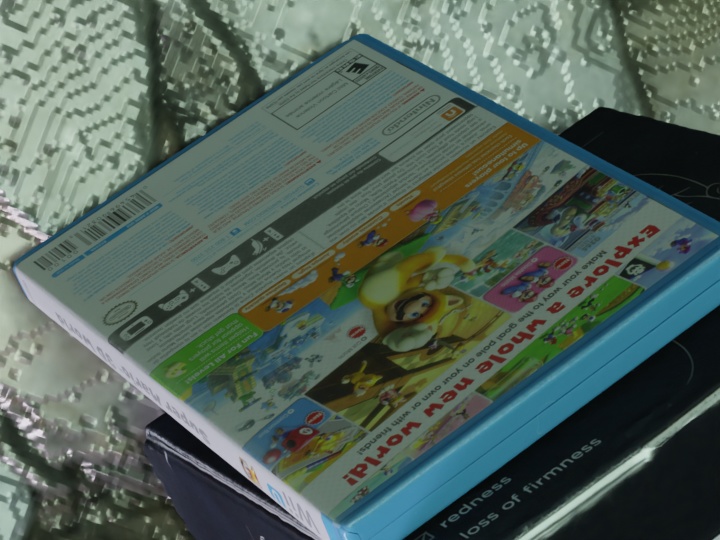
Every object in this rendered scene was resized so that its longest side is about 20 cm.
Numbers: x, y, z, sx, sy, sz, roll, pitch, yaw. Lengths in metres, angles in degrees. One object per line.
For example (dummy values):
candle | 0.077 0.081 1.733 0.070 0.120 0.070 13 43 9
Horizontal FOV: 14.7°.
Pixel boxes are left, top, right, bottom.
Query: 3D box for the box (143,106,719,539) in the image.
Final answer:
box | 0.073 0.061 0.848 0.200 0.196 0.124 -35 116 -17

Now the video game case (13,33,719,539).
video game case | 0.000 0.000 0.829 0.143 0.200 0.018 -34 126 -17
